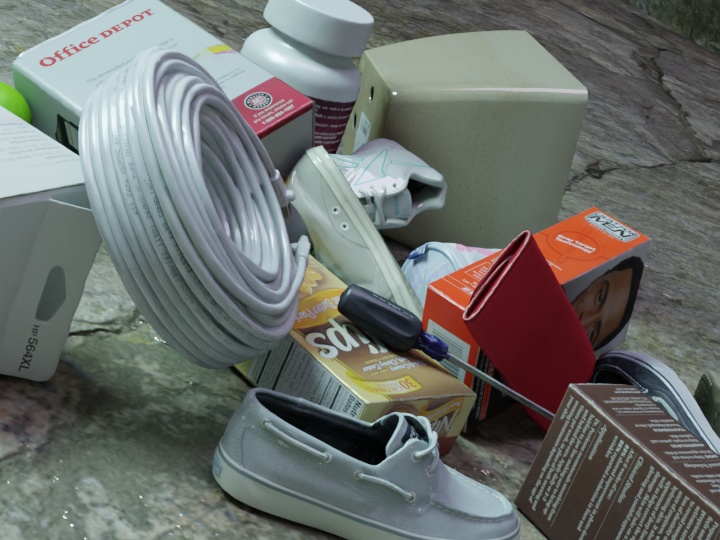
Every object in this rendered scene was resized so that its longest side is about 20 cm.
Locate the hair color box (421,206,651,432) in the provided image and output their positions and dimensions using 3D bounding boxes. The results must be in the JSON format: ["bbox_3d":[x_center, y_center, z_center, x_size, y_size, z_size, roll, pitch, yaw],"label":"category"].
[{"bbox_3d":[0.130,0.033,1.084,0.061,0.102,0.199,32,40,34],"label":"hair color box"}]

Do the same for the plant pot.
[{"bbox_3d":[0.085,-0.122,1.389,0.175,0.202,0.200,6,24,-16],"label":"plant pot"}]

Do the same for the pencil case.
[{"bbox_3d":[0.121,0.025,1.199,0.199,0.090,0.084,3,70,-40],"label":"pencil case"}]

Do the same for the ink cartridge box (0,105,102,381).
[{"bbox_3d":[-0.257,-0.028,0.866,0.199,0.129,0.125,31,23,21],"label":"ink cartridge box"}]

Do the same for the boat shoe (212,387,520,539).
[{"bbox_3d":[0.013,0.121,0.862,0.199,0.072,0.070,17,21,-14],"label":"boat shoe"}]

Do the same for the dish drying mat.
[{"bbox_3d":[0.123,0.048,1.018,0.018,0.077,0.200,30,-12,35],"label":"dish drying mat"}]

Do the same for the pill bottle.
[{"bbox_3d":[-0.064,-0.140,1.244,0.109,0.201,0.110,20,20,-8],"label":"pill bottle"}]

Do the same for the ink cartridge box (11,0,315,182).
[{"bbox_3d":[-0.154,-0.118,1.126,0.199,0.083,0.145,36,53,29],"label":"ink cartridge box"}]

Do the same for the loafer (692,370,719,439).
[{"bbox_3d":[0.305,0.136,1.126,0.068,0.076,0.200,16,20,-1],"label":"loafer"}]

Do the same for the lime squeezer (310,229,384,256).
[{"bbox_3d":[-0.011,-0.023,1.265,0.070,0.038,0.200,-4,13,20],"label":"lime squeezer"}]

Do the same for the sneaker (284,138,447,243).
[{"bbox_3d":[-0.004,-0.064,1.209,0.080,0.071,0.200,25,33,35],"label":"sneaker"}]

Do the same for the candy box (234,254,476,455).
[{"bbox_3d":[-0.028,0.055,1.004,0.115,0.056,0.200,1,29,-47],"label":"candy box"}]

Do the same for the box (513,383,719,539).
[{"bbox_3d":[0.197,0.165,0.905,0.074,0.101,0.200,5,27,-39],"label":"box"}]

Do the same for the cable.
[{"bbox_3d":[-0.103,-0.039,0.889,0.201,0.069,0.201,-87,153,-59],"label":"cable"}]

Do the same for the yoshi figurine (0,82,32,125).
[{"bbox_3d":[-0.307,-0.105,1.056,0.112,0.113,0.200,36,18,-1],"label":"yoshi figurine"}]

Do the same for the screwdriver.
[{"bbox_3d":[0.072,0.067,0.989,0.199,0.028,0.029,31,-12,-6],"label":"screwdriver"}]

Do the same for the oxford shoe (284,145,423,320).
[{"bbox_3d":[0.000,0.000,1.105,0.201,0.058,0.075,57,1,1],"label":"oxford shoe"}]

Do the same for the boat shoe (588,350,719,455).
[{"bbox_3d":[0.216,0.126,1.075,0.067,0.072,0.200,11,30,-31],"label":"boat shoe"}]
